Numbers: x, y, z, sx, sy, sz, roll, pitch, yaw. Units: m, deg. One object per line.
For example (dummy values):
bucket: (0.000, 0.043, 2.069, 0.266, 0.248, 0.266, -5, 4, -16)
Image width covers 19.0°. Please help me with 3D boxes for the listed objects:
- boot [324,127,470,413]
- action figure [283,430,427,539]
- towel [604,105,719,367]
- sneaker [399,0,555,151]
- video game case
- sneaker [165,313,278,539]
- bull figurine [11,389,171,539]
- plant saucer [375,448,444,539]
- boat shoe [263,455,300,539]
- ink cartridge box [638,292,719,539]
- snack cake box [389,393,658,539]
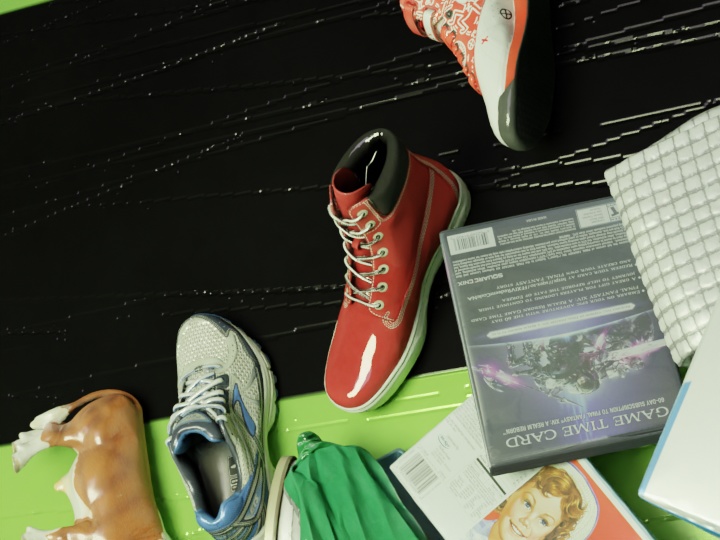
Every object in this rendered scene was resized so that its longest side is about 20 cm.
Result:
boot: (0.000, 0.000, 1.585, 0.072, 0.144, 0.201, 18, 85, 31)
action figure: (-0.003, 0.186, 1.522, 0.118, 0.055, 0.200, -18, 47, -11)
towel: (0.285, -0.037, 1.471, 0.200, 0.086, 0.166, -27, 61, 22)
sneaker: (0.087, -0.176, 1.640, 0.108, 0.067, 0.202, -9, 66, 28)
video game case: (0.142, 0.042, 1.513, 0.142, 0.019, 0.200, -12, 56, 2)
sneaker: (-0.109, 0.117, 1.644, 0.077, 0.085, 0.200, -26, 62, 20)
bull figurine: (-0.205, 0.187, 1.679, 0.121, 0.065, 0.200, -8, 58, -7)
plant saucer: (0.053, 0.217, 1.542, 0.070, 0.019, 0.200, -26, 55, -18)
boat shoe: (-0.033, 0.234, 1.577, 0.068, 0.075, 0.201, -3, 72, 12)
ink cartridge box: (0.273, 0.112, 1.360, 0.085, 0.200, 0.145, 20, 84, 37)
snack cake box: (0.126, 0.178, 1.493, 0.115, 0.067, 0.200, -40, 58, 2)
